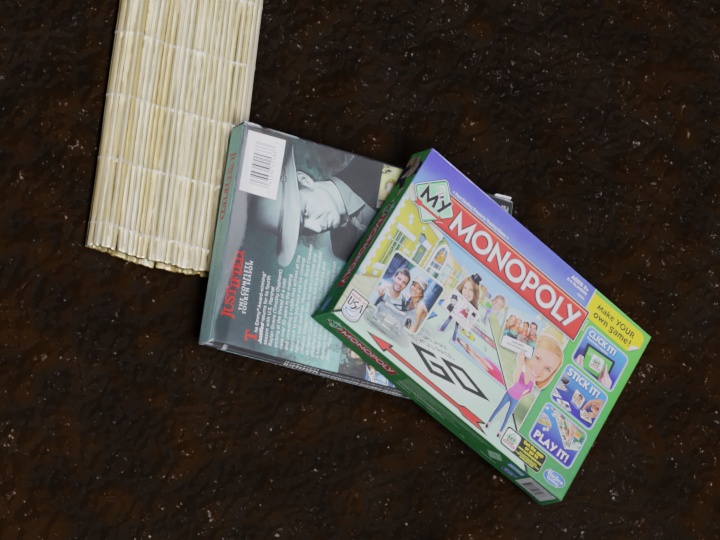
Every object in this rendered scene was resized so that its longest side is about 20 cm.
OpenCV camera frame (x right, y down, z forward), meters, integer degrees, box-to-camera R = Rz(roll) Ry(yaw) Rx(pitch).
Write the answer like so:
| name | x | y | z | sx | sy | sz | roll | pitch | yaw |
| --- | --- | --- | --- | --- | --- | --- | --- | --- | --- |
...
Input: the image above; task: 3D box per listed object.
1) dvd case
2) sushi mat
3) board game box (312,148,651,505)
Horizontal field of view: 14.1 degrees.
| name | x | y | z | sx | sy | sz | roll | pitch | yaw |
| --- | --- | --- | --- | --- | --- | --- | --- | --- | --- |
| dvd case | 0.000 | 0.000 | 1.842 | 0.200 | 0.022 | 0.146 | 15 | 74 | -27 |
| sushi mat | -0.114 | -0.098 | 1.821 | 0.096 | 0.012 | 0.200 | 12 | 75 | -23 |
| board game box | 0.080 | 0.036 | 1.851 | 0.200 | 0.029 | 0.135 | 39 | 65 | -18 |
